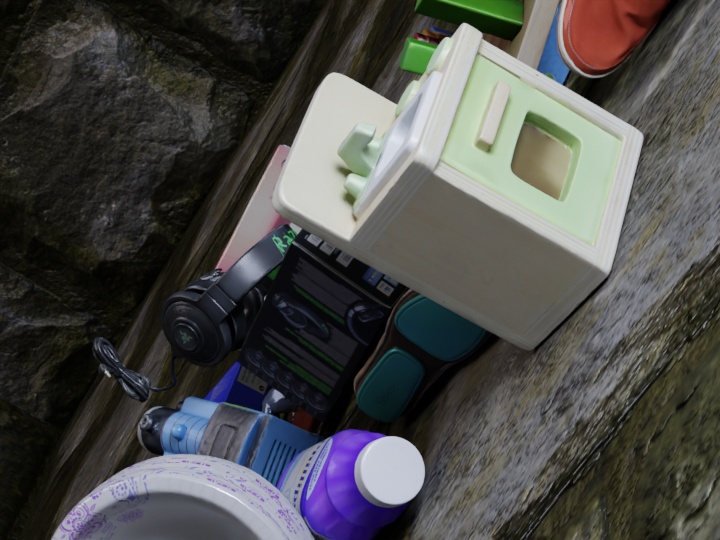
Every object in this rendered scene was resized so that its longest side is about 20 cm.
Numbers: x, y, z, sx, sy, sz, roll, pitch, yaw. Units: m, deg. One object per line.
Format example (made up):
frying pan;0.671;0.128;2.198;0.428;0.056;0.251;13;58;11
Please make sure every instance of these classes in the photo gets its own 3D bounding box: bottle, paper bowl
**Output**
bottle;-0.009;0.157;1.405;0.084;0.065;0.200;-68;11;-19
paper bowl;-0.122;0.231;1.399;0.201;0.200;0.104;-59;-6;13

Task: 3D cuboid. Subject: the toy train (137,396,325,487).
toy train;-0.106;0.153;1.632;0.199;0.114;0.087;10;73;48

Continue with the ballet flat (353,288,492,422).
ballet flat;0.051;0.040;1.433;0.200;0.068;0.067;-47;9;51

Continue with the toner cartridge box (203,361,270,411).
toner cartridge box;-0.161;0.176;2.190;0.200;0.043;0.095;-47;17;54

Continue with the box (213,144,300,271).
box;-0.073;-0.007;1.962;0.201;0.109;0.128;-62;-9;-4

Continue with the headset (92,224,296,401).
headset;-0.132;0.030;1.618;0.200;0.094;0.123;-47;-4;15

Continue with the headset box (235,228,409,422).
headset box;0.000;0.000;1.543;0.174;0.093;0.200;-52;-5;-36

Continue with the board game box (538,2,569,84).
board game box;0.117;-0.132;1.641;0.152;0.036;0.200;-64;9;-11

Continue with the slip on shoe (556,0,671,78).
slip on shoe;0.204;-0.220;1.356;0.200;0.074;0.061;-54;15;16

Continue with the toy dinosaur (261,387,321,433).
toy dinosaur;-0.027;0.098;1.746;0.182;0.105;0.200;-49;47;16

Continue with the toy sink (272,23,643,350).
toy sink;0.065;-0.066;1.254;0.112;0.199;0.131;-50;14;48

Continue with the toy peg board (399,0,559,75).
toy peg board;0.093;-0.232;1.534;0.199;0.097;0.201;-107;35;-74
